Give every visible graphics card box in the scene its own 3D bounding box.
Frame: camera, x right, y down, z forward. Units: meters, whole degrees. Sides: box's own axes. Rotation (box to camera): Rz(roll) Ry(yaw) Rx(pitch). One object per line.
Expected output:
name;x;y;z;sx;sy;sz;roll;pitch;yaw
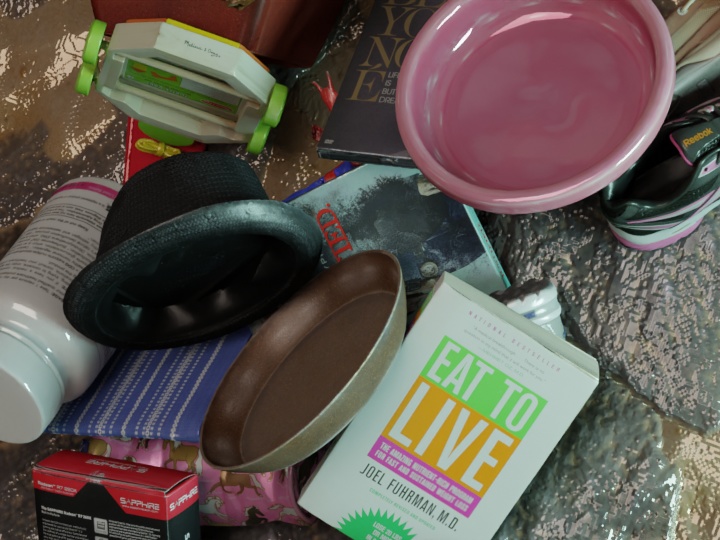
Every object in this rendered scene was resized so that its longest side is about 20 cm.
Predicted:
graphics card box;-0.181;0.243;1.480;0.124;0.051;0.202;6;108;26

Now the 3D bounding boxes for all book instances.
book;0.062;0.117;1.390;0.133;0.048;0.201;31;107;-4

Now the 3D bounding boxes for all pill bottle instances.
pill bottle;-0.237;0.030;1.507;0.112;0.114;0.201;7;44;26

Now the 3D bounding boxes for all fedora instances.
fedora;-0.129;-0.023;1.431;0.199;0.200;0.092;-26;61;18

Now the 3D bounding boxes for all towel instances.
towel;-0.177;0.082;1.527;0.198;0.024;0.145;0;40;26

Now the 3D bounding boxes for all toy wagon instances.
toy wagon;-0.142;-0.135;1.497;0.154;0.200;0.040;19;72;-8

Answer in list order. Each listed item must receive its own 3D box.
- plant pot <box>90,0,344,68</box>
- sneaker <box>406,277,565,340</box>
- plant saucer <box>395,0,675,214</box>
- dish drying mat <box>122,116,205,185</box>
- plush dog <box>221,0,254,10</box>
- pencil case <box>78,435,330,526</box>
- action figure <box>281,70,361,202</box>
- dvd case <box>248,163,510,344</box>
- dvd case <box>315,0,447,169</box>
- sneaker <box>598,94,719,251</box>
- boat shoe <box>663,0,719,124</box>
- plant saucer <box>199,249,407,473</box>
plant pot;-0.108;-0.256;1.511;0.198;0.200;0.178;9;92;20
sneaker;0.062;0.078;1.424;0.199;0.075;0.083;-21;98;17
plant saucer;0.124;-0.123;1.361;0.199;0.051;0.202;-9;59;15
dish drying mat;-0.162;-0.107;1.605;0.076;0.018;0.202;-1;79;24
plush dog;-0.089;-0.283;1.350;0.171;0.161;0.200;34;139;-2
pencil case;-0.117;0.150;1.497;0.198;0.087;0.083;0;49;25
action figure;-0.046;-0.079;1.514;0.199;0.065;0.100;-28;82;18
dvd case;0.000;0.000;1.473;0.199;0.022;0.147;-25;95;19
dvd case;0.065;-0.158;1.455;0.147;0.016;0.201;8;57;21
sneaker;0.253;-0.086;1.365;0.200;0.086;0.081;-41;67;12
boat shoe;0.213;-0.140;1.408;0.199;0.076;0.072;-36;63;5
plant saucer;-0.034;0.071;1.394;0.200;0.034;0.201;-40;22;20
